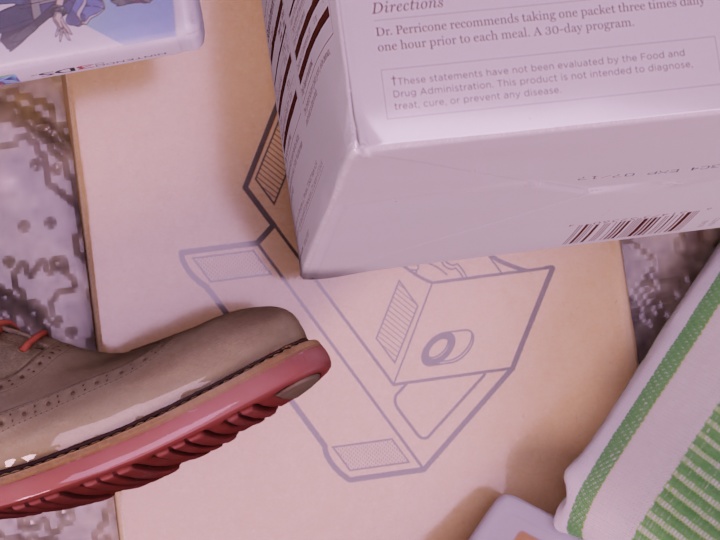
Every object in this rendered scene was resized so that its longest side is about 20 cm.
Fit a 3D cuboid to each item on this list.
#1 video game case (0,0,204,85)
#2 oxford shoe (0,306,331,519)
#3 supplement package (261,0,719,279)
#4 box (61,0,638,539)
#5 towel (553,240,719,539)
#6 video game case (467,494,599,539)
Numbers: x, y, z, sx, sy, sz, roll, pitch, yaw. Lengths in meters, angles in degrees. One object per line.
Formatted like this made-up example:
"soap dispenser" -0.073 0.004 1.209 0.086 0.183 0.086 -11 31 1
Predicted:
"video game case" -0.146 -0.141 0.755 0.181 0.022 0.201 -10 82 0
"oxford shoe" -0.109 0.036 0.802 0.199 0.070 0.075 -17 82 4
"supplement package" 0.067 -0.119 0.778 0.190 0.147 0.201 -6 78 -9
"box" 0.000 0.000 0.853 0.163 0.021 0.201 -7 91 -9
"towel" 0.173 0.058 0.812 0.199 0.023 0.153 26 63 21
"video game case" 0.067 0.174 0.764 0.182 0.023 0.200 26 58 18
